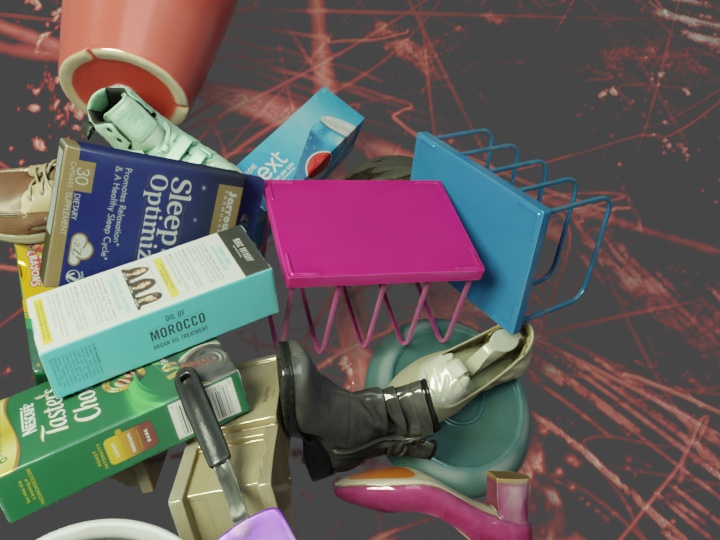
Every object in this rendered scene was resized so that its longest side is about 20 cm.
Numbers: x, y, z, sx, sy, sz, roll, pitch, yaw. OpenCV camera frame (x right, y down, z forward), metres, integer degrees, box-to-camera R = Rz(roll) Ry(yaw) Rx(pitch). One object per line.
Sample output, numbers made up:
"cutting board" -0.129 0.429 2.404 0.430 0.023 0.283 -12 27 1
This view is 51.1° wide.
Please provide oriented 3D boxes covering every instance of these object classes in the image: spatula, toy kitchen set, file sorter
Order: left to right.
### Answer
"toy kitchen set" -0.128 0.208 0.657 0.158 0.185 0.201 -11 21 3
"spatula" -0.094 0.146 0.526 0.056 0.021 0.201 -27 52 -9
"file sorter" 0.000 0.000 0.776 0.194 0.127 0.141 -2 44 -18
"file sorter" 0.155 -0.056 0.834 0.120 0.142 0.200 -14 37 -32

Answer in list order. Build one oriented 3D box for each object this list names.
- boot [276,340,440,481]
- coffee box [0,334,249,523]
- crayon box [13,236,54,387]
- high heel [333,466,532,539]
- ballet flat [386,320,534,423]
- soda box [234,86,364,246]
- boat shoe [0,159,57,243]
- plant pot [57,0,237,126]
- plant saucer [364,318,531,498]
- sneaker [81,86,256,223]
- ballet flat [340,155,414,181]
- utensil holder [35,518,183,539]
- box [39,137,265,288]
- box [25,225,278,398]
"boot" 0.001 0.114 0.662 0.128 0.202 0.071 -12 55 2
"coffee box" -0.200 0.113 0.618 0.196 0.045 0.123 -23 27 -18
"crayon box" -0.266 0.008 0.727 0.116 0.059 0.204 -9 63 -25
"high heel" 0.070 0.242 0.721 0.194 0.067 0.099 3 89 -11
"ballet flat" 0.106 0.101 0.773 0.197 0.070 0.070 -23 69 -30
"soda box" -0.078 -0.125 0.876 0.067 0.065 0.201 36 55 5
"boat shoe" -0.274 -0.073 0.692 0.194 0.072 0.077 0 59 -21
"plant pot" -0.244 -0.267 0.838 0.195 0.201 0.182 11 65 -13
"plant saucer" 0.099 0.137 0.804 0.194 0.028 0.205 9 57 -14
"sneaker" -0.199 -0.115 0.758 0.198 0.118 0.075 30 81 28
"ballet flat" 0.003 -0.090 0.901 0.066 0.047 0.198 24 41 35
"utensil holder" -0.178 0.279 0.506 0.165 0.201 0.174 9 57 -15
"box" -0.179 -0.040 0.687 0.196 0.124 0.032 5 16 -36
"box" -0.175 0.030 0.646 0.196 0.050 0.082 -21 39 -20
